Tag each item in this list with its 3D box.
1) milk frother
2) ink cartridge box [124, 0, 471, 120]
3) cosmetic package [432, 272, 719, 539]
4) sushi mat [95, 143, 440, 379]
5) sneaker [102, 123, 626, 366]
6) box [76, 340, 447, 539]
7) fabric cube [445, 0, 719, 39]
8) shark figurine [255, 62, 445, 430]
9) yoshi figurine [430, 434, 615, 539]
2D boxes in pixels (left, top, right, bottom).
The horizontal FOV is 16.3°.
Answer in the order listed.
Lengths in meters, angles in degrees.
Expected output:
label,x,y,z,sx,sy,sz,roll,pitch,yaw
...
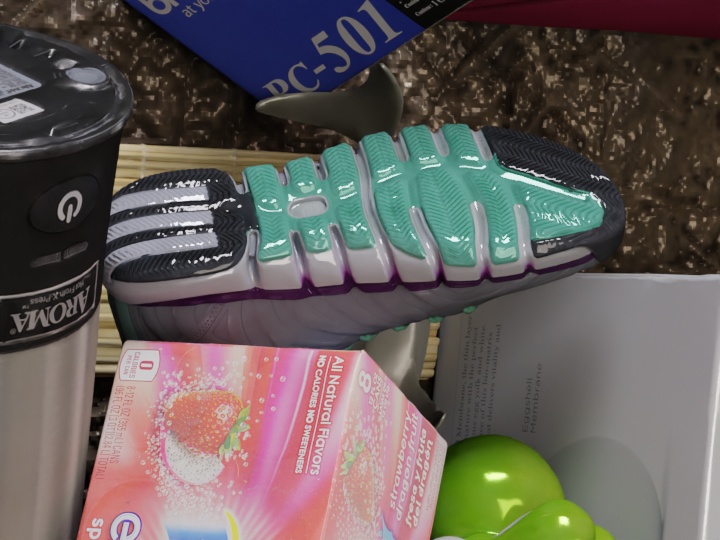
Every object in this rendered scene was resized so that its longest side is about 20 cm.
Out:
label,x,y,z,sx,sy,sz,roll,pitch,yaw
milk frother,-0.194,0.003,0.905,0.180,0.200,0.189,-8,120,-33
ink cartridge box,0.003,-0.137,0.966,0.094,0.200,0.044,35,49,-24
cosmetic package,0.125,0.104,1.035,0.123,0.200,0.200,7,87,-32
sushi mat,-0.053,-0.003,1.041,0.199,0.012,0.096,2,90,-29
sneaker,0.000,0.000,0.959,0.199,0.075,0.088,-4,137,-4
box,-0.044,0.135,0.900,0.095,0.102,0.201,50,47,-57
fabric cube,0.148,-0.201,1.046,0.196,0.199,0.201,0,90,-30
shark figurine,0.008,0.029,1.019,0.128,0.089,0.215,15,95,-31
yoshi figurine,0.012,0.133,0.993,0.112,0.200,0.112,9,54,-65
